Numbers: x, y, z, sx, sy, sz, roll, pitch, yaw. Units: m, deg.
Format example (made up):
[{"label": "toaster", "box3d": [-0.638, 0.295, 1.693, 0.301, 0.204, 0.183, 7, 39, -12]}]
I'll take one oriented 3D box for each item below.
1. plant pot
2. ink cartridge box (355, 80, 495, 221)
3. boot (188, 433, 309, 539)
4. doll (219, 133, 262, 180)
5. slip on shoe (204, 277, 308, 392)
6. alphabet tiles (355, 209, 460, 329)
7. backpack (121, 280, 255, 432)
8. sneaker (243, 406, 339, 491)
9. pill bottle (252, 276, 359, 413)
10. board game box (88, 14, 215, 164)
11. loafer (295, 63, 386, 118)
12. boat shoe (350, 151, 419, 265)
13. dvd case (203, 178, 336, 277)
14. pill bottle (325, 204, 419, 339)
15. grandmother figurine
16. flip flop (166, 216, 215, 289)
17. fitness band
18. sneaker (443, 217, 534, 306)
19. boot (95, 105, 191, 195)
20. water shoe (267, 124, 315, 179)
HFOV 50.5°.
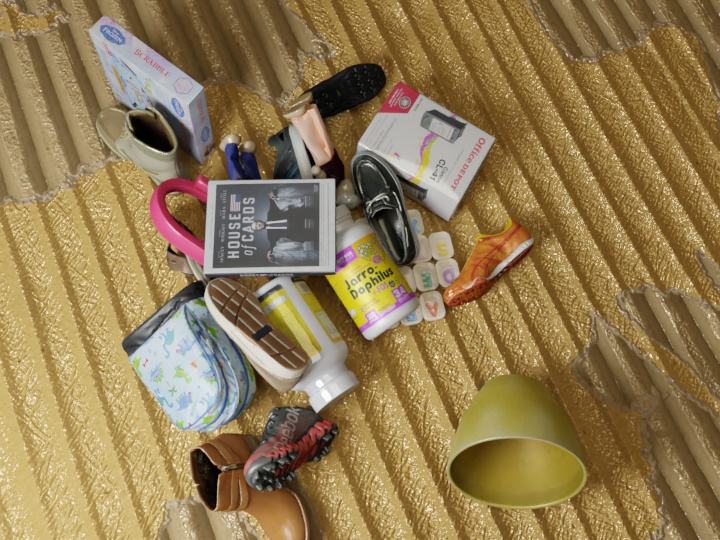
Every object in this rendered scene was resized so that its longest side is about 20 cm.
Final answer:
[{"label": "plant pot", "box3d": [0.229, 0.243, 1.138, 0.197, 0.201, 0.143, 11, 46, -2]}, {"label": "ink cartridge box", "box3d": [0.109, -0.205, 1.309, 0.198, 0.086, 0.149, 30, 72, 6]}, {"label": "boot", "box3d": [-0.156, 0.320, 1.073, 0.076, 0.155, 0.202, -30, 74, 14]}, {"label": "doll", "box3d": [-0.180, -0.125, 1.243, 0.048, 0.136, 0.202, -32, 64, 26]}, {"label": "slip on shoe", "box3d": [-0.158, 0.094, 1.111, 0.199, 0.061, 0.076, 40, 42, 15]}, {"label": "alphabet tiles", "box3d": [0.065, -0.005, 1.277, 0.197, 0.015, 0.198, -10, 74, -9]}, {"label": "backpack", "box3d": [-0.249, 0.144, 1.140, 0.163, 0.154, 0.201, -38, 94, 12]}, {"label": "sneaker", "box3d": [-0.117, 0.251, 1.109, 0.097, 0.200, 0.071, 35, 114, 19]}, {"label": "pill bottle", "box3d": [-0.089, 0.113, 1.174, 0.111, 0.112, 0.201, -31, 77, -14]}, {"label": "board game box", "box3d": [-0.330, -0.286, 1.235, 0.199, 0.200, 0.041, 37, 72, 6]}, {"label": "loafer", "box3d": [-0.041, -0.312, 1.338, 0.199, 0.070, 0.069, -32, 109, -29]}, {"label": "boat shoe", "box3d": [0.040, -0.102, 1.235, 0.072, 0.071, 0.202, -28, 89, 16]}, {"label": "dvd case", "box3d": [-0.135, -0.065, 1.153, 0.197, 0.025, 0.153, -1, 72, 0]}, {"label": "pill bottle", "box3d": [0.000, 0.000, 1.201, 0.104, 0.104, 0.201, -32, 85, -14]}, {"label": "grandmother figurine", "box3d": [-0.056, -0.184, 1.253, 0.060, 0.201, 0.122, -13, 32, 30]}, {"label": "flip flop", "box3d": [-0.276, -0.008, 1.223, 0.057, 0.081, 0.202, -30, 82, 1]}, {"label": "fitness band", "box3d": [-0.240, -0.072, 1.211, 0.199, 0.037, 0.145, 34, 41, -18]}, {"label": "sneaker", "box3d": [0.202, -0.011, 1.269, 0.199, 0.073, 0.077, -38, 72, -25]}, {"label": "boot", "box3d": [-0.361, -0.222, 1.234, 0.200, 0.155, 0.072, 41, 73, 8]}, {"label": "water shoe", "box3d": [-0.105, -0.144, 1.289, 0.078, 0.071, 0.203, -16, 76, 21]}]
